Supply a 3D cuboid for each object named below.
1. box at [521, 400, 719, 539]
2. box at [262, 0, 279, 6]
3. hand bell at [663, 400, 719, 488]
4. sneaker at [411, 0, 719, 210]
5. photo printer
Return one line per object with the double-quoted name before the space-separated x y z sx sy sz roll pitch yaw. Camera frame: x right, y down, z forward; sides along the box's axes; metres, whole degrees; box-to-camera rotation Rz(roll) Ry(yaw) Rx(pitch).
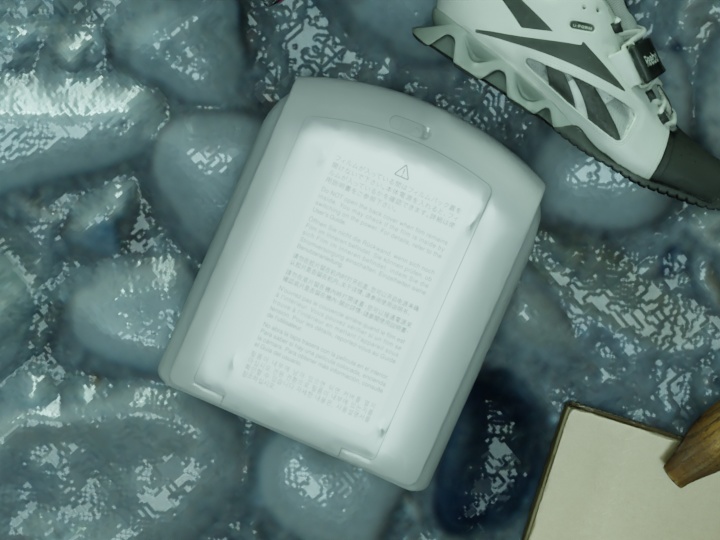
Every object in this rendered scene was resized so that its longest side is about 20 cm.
"box" 0.165 0.193 1.540 0.163 0.021 0.200 17 97 -1
"box" -0.033 -0.224 1.405 0.132 0.200 0.115 -42 95 6
"hand bell" 0.247 0.052 1.487 0.200 0.104 0.104 -43 94 11
"sneaker" 0.134 -0.110 1.477 0.200 0.074 0.089 34 99 -3
"photo printer" 0.000 0.000 1.498 0.166 0.069 0.200 23 97 -1
